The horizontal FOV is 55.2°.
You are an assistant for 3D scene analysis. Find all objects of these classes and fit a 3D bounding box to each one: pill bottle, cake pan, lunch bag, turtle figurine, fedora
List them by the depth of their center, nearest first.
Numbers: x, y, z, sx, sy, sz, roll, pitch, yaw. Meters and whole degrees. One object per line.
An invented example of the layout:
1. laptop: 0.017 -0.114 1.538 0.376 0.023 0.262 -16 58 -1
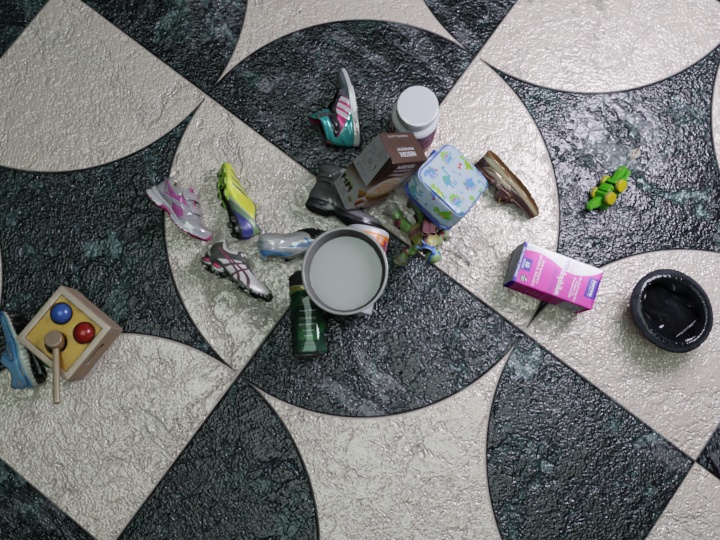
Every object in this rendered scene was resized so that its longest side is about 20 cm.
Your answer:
1. cake pan: -0.035 0.003 1.568 0.197 0.037 0.203 -1 81 4
2. fedora: 0.723 0.098 1.628 0.198 0.092 0.203 0 82 0
3. lunch bag: 0.204 -0.202 1.634 0.161 0.082 0.200 43 46 -1
4. pill bottle: 0.000 0.000 1.640 0.108 0.110 0.203 10 82 2
5. pill bottle: 0.129 -0.356 1.643 0.113 0.200 0.116 0 82 0
6. turtle figurine: 0.140 -0.073 1.668 0.143 0.199 0.195 -35 61 18

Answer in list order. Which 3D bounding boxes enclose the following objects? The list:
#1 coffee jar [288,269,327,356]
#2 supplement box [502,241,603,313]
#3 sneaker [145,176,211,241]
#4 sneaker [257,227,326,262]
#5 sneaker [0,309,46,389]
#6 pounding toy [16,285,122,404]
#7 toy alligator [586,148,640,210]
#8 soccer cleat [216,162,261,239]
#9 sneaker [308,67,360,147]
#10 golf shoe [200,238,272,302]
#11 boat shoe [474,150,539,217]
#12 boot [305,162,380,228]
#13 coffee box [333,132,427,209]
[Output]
1. coffee jar: -0.124 0.101 1.630 0.084 0.104 0.203 -4 82 1
2. supplement box: 0.457 0.019 1.638 0.198 0.103 0.102 20 82 2
3. sneaker: -0.429 -0.155 1.681 0.200 0.081 0.088 44 86 5
4. sneaker: -0.152 -0.060 1.679 0.197 0.072 0.073 -3 117 -6
5. sneaker: -0.830 0.190 1.639 0.089 0.078 0.202 -22 82 1
6. pounding toy: -0.683 0.172 1.600 0.184 0.142 0.201 38 82 2
7. toy alligator: 0.632 -0.211 1.695 0.200 0.059 0.054 -47 126 -7
8. soccer cleat: -0.300 -0.171 1.702 0.083 0.065 0.202 -10 76 -31
9. sneaker: -0.072 -0.402 1.715 0.119 0.084 0.203 -7 83 -10
10. golf shoe: -0.288 0.001 1.662 0.199 0.077 0.089 33 76 4
11. boat shoe: 0.358 -0.200 1.695 0.072 0.072 0.200 -41 94 25
12. boot: -0.028 -0.185 1.692 0.198 0.070 0.133 22 74 -3
13. coffee box: 0.043 -0.229 1.591 0.114 0.200 0.080 -13 72 -39
